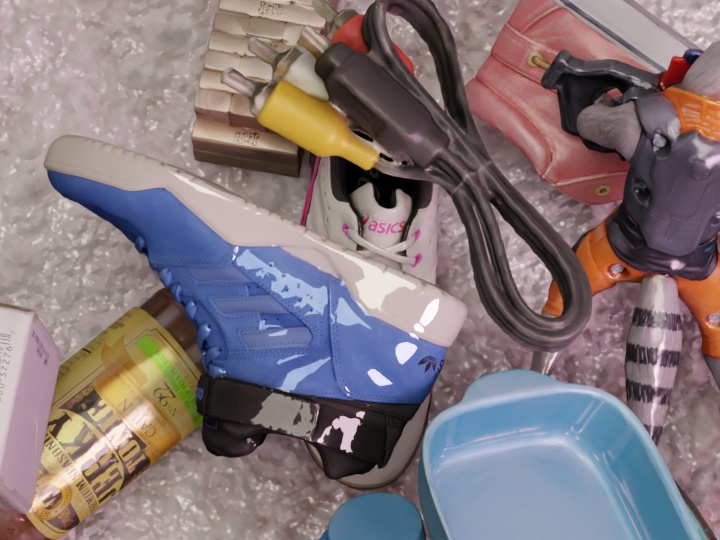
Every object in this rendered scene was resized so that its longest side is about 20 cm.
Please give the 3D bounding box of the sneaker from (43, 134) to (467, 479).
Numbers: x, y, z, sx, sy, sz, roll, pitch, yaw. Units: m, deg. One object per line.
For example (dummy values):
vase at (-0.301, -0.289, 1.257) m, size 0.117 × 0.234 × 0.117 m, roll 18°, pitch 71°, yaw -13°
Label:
sneaker at (-0.064, 0.023, 1.299) m, size 0.200 × 0.077 × 0.111 m, roll 25°, pitch 91°, yaw -1°

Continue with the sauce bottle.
sauce bottle at (-0.145, 0.090, 1.345) m, size 0.200 × 0.065 × 0.065 m, roll -41°, pitch 77°, yaw -14°

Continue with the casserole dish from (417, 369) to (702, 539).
casserole dish at (0.093, 0.137, 1.260) m, size 0.121 × 0.039 × 0.200 m, roll -9°, pitch 62°, yaw -30°

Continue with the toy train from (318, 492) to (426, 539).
toy train at (0.034, 0.196, 1.252) m, size 0.085 × 0.116 × 0.200 m, roll -18°, pitch 42°, yaw -3°

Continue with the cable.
cable at (0.035, -0.050, 1.319) m, size 0.200 × 0.050 × 0.097 m, roll 46°, pitch 60°, yaw 2°

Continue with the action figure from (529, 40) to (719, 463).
action figure at (0.168, -0.015, 1.315) m, size 0.200 × 0.105 × 0.194 m, roll 12°, pitch 115°, yaw 3°

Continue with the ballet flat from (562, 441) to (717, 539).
ballet flat at (0.150, 0.166, 1.318) m, size 0.068 × 0.068 × 0.200 m, roll -32°, pitch 66°, yaw -7°

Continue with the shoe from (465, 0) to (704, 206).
shoe at (0.147, -0.059, 1.392) m, size 0.200 × 0.071 × 0.091 m, roll 36°, pitch 100°, yaw -2°

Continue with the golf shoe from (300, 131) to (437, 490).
golf shoe at (0.000, 0.000, 1.361) m, size 0.073 × 0.092 × 0.200 m, roll 1°, pitch 75°, yaw -2°

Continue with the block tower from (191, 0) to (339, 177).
block tower at (-0.034, -0.150, 1.423) m, size 0.058 × 0.054 × 0.200 m, roll 10°, pitch 75°, yaw 3°

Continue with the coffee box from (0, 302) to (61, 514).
coffee box at (-0.239, 0.045, 1.262) m, size 0.200 × 0.113 × 0.080 m, roll 10°, pitch 79°, yaw 3°
